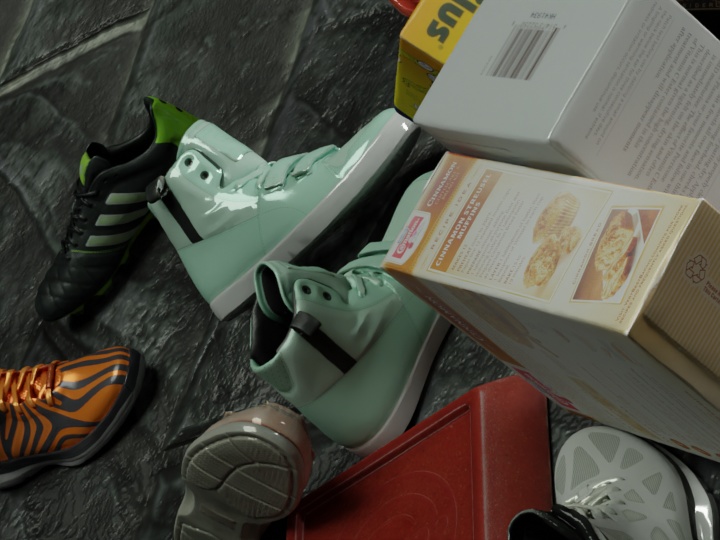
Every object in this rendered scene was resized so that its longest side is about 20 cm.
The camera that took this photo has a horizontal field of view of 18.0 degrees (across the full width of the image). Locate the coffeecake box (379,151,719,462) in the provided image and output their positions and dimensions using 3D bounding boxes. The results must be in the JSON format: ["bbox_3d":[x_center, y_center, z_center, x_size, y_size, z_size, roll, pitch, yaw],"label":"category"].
[{"bbox_3d":[0.129,0.022,1.091,0.200,0.153,0.073,16,72,56],"label":"coffeecake box"}]

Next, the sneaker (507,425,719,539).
[{"bbox_3d":[0.116,0.121,1.098,0.076,0.115,0.201,-46,30,14],"label":"sneaker"}]

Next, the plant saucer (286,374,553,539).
[{"bbox_3d":[0.022,0.166,1.266,0.199,0.037,0.201,-35,35,30],"label":"plant saucer"}]

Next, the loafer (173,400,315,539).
[{"bbox_3d":[-0.067,0.119,1.353,0.063,0.072,0.200,-60,-1,-32],"label":"loafer"}]

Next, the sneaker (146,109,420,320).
[{"bbox_3d":[-0.059,-0.069,1.518,0.200,0.118,0.074,-40,-4,23],"label":"sneaker"}]

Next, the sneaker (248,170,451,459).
[{"bbox_3d":[0.000,0.000,1.386,0.074,0.118,0.201,-18,44,48],"label":"sneaker"}]

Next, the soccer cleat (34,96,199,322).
[{"bbox_3d":[-0.198,-0.049,1.756,0.200,0.081,0.068,-49,30,9],"label":"soccer cleat"}]

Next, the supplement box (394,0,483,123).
[{"bbox_3d":[0.092,-0.127,1.305,0.109,0.109,0.200,-57,-4,-6],"label":"supplement box"}]

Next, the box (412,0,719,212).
[{"bbox_3d":[0.148,-0.056,1.149,0.124,0.200,0.098,15,71,58],"label":"box"}]

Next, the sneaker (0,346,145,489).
[{"bbox_3d":[-0.252,0.093,1.656,0.200,0.112,0.078,-31,37,35],"label":"sneaker"}]

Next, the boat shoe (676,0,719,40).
[{"bbox_3d":[0.226,-0.142,1.164,0.068,0.199,0.072,-78,-13,-78],"label":"boat shoe"}]

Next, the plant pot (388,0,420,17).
[{"bbox_3d":[0.044,-0.315,1.561,0.200,0.200,0.176,-47,0,13],"label":"plant pot"}]
